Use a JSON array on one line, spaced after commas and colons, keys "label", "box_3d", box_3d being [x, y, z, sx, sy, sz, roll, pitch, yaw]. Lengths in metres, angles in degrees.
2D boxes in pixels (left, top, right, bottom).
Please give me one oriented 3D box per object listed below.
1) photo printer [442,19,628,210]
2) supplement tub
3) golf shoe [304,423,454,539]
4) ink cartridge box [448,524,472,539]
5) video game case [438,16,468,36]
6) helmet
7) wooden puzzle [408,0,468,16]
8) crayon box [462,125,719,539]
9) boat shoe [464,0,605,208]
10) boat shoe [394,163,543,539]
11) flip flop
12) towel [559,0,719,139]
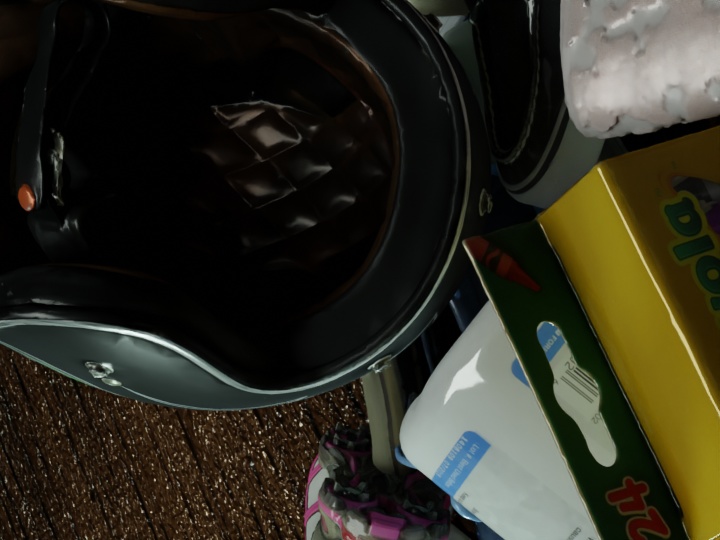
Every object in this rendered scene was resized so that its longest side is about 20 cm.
[{"label": "photo printer", "box_3d": [0.079, 0.008, 1.004, 0.200, 0.069, 0.166, 59, 148, 21]}, {"label": "supplement tub", "box_3d": [0.127, 0.076, 0.828, 0.200, 0.132, 0.132, 39, 144, 6]}, {"label": "golf shoe", "box_3d": [0.003, 0.129, 1.054, 0.200, 0.072, 0.092, -56, -19, -79]}, {"label": "ink cartridge box", "box_3d": [0.067, 0.240, 1.139, 0.200, 0.085, 0.146, 32, 131, 47]}, {"label": "video game case", "box_3d": [0.009, -0.173, 1.047, 0.182, 0.045, 0.200, 62, 150, 18]}, {"label": "helmet", "box_3d": [-0.054, -0.038, 0.831, 0.200, 0.190, 0.201, -16, 70, 52]}, {"label": "wooden puzzle", "box_3d": [-0.030, -0.200, 0.894, 0.037, 0.185, 0.201, -86, -7, -79]}, {"label": "crayon box", "box_3d": [0.147, 0.012, 0.752, 0.127, 0.200, 0.051, 65, 149, 12]}, {"label": "boat shoe", "box_3d": [0.058, -0.125, 0.840, 0.074, 0.068, 0.200, 1, 86, 63]}, {"label": "boat shoe", "box_3d": [0.046, 0.056, 0.944, 0.084, 0.069, 0.200, 2, 108, 58]}, {"label": "flip flop", "box_3d": [0.000, 0.000, 0.975, 0.057, 0.081, 0.200, 6, 123, 18]}, {"label": "towel", "box_3d": [0.145, -0.152, 0.739, 0.200, 0.032, 0.192, -10, 80, 44]}]
